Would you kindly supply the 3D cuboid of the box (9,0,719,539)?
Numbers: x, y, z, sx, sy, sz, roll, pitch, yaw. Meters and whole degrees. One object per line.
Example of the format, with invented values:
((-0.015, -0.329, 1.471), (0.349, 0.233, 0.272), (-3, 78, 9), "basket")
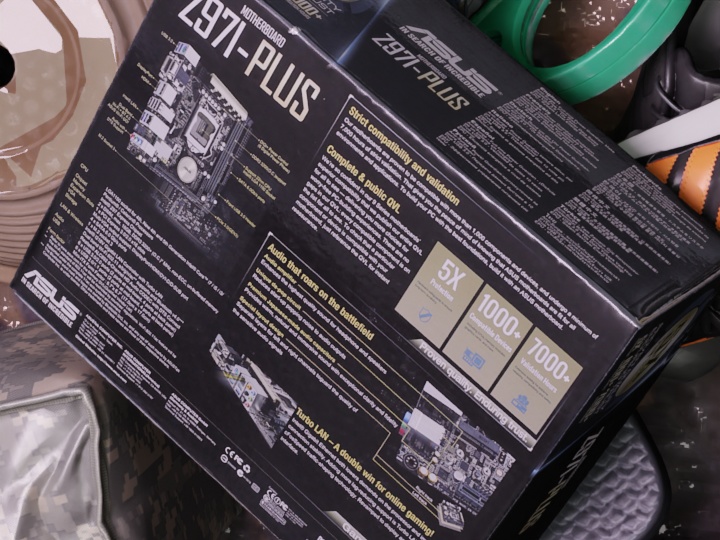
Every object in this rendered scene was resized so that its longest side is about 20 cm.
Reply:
((0.000, 0.000, 0.818), (0.200, 0.086, 0.164), (41, 124, 15), "box")

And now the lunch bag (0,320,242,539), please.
((-0.166, 0.091, 0.924), (0.200, 0.164, 0.118), (-10, 99, 11), "lunch bag")

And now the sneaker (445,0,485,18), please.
((0.039, -0.124, 0.855), (0.074, 0.081, 0.200), (38, 132, -14), "sneaker")

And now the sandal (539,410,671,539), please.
((0.062, 0.018, 0.918), (0.076, 0.043, 0.201), (-19, 77, 15), "sandal")

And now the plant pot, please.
((-0.130, -0.085, 0.919), (0.200, 0.093, 0.201), (2, 103, 9), "plant pot")

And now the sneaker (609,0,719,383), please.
((0.126, -0.052, 0.887), (0.076, 0.091, 0.200), (6, 104, 5), "sneaker")

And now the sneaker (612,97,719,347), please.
((0.128, -0.007, 0.816), (0.200, 0.090, 0.070), (-31, 124, 16), "sneaker")

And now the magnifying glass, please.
((0.043, -0.075, 0.892), (0.200, 0.080, 0.022), (-26, 131, 34), "magnifying glass")
